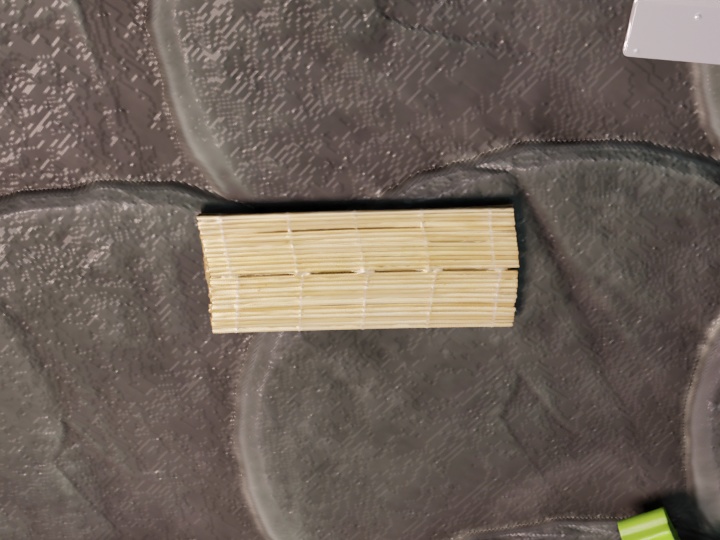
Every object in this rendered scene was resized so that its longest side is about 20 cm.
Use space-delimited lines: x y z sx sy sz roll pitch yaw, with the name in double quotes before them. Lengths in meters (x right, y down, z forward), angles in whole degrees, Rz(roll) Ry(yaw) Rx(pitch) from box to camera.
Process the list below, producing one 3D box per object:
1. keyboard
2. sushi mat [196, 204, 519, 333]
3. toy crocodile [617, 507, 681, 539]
"keyboard" 0.251 -0.137 0.962 0.198 0.011 0.057 5 133 -4
"sushi mat" 0.000 0.000 1.064 0.198 0.012 0.096 -1 127 0
"toy crocodile" 0.236 0.244 1.234 0.067 0.062 0.201 -23 120 16
